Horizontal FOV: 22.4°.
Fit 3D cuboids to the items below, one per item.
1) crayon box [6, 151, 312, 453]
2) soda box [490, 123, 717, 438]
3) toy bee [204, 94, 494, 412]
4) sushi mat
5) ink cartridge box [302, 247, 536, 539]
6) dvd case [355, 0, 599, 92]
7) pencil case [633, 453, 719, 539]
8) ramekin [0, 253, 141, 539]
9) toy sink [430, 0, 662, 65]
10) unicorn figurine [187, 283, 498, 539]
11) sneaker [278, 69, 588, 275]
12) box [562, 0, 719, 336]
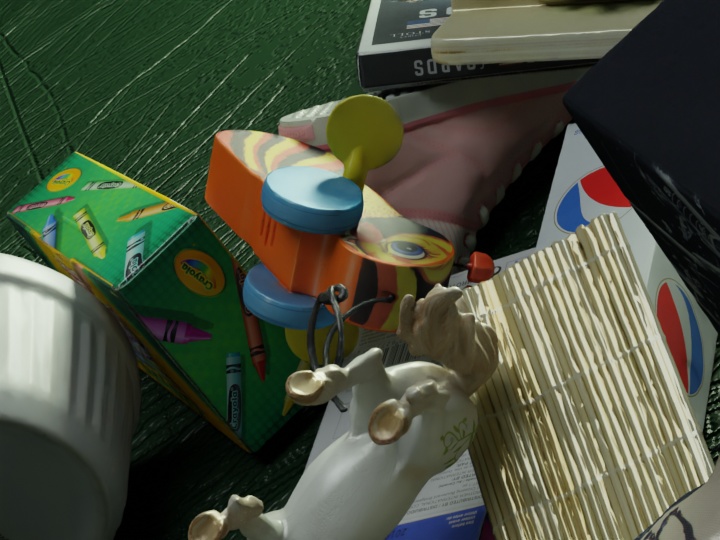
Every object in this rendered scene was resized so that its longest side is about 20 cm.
[{"bbox_3d":[-0.109,0.012,0.980,0.058,0.119,0.200,-43,27,-12],"label":"crayon box"},{"bbox_3d":[0.116,0.012,0.797,0.063,0.068,0.201,-15,36,31],"label":"soda box"},{"bbox_3d":[0.000,0.000,0.844,0.131,0.108,0.201,116,148,-44],"label":"toy bee"},{"bbox_3d":[0.088,0.081,0.687,0.095,0.012,0.201,-30,58,23],"label":"sushi mat"},{"bbox_3d":[0.033,0.077,0.825,0.119,0.042,0.201,-19,31,32],"label":"ink cartridge box"},{"bbox_3d":[0.077,-0.144,1.009,0.149,0.025,0.200,-6,20,6],"label":"dvd case"},{"bbox_3d":[0.082,0.141,0.612,0.200,0.078,0.089,-42,-7,15],"label":"pencil case"},{"bbox_3d":[-0.206,0.094,0.911,0.201,0.203,0.095,-30,41,11],"label":"ramekin"},{"bbox_3d":[0.112,-0.186,0.913,0.129,0.113,0.200,-1,22,19],"label":"toy sink"},{"bbox_3d":[-0.016,0.091,0.701,0.199,0.074,0.137,-35,-15,11],"label":"unicorn figurine"},{"bbox_3d":[0.053,-0.053,0.970,0.199,0.106,0.075,-18,10,-29],"label":"sneaker"},{"bbox_3d":[0.186,0.011,0.560,0.104,0.200,0.182,-41,40,-1],"label":"box"}]
